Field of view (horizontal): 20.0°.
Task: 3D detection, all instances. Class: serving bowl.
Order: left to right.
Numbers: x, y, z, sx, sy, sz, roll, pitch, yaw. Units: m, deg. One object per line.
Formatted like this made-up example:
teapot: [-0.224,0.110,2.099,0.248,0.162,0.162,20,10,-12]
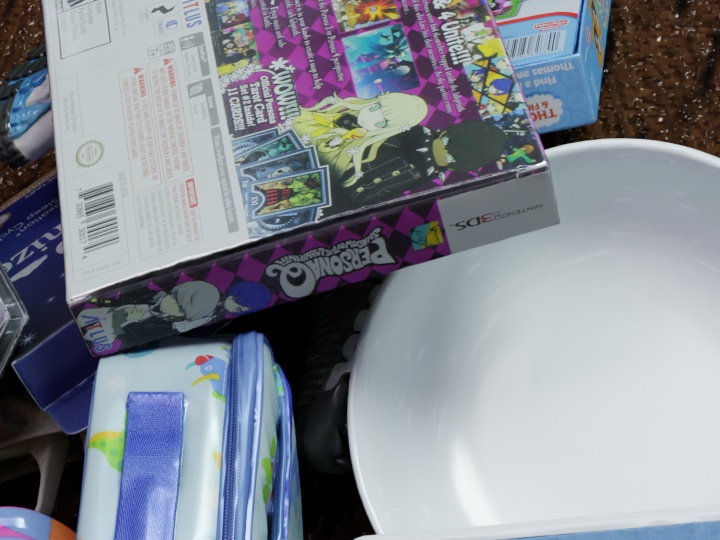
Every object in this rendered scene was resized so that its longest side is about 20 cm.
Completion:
serving bowl: [0.099,0.054,0.784,0.199,0.066,0.202,-6,73,20]

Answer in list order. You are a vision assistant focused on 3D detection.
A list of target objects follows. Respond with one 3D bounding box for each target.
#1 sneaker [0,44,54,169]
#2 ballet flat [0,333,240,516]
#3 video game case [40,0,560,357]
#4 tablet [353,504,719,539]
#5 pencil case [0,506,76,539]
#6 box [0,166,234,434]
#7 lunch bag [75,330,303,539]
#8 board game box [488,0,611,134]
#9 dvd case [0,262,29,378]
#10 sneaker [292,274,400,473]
sneaker: [-0.088,-0.096,0.950,0.075,0.087,0.200,-6,31,49]
ballet flat: [-0.124,0.076,0.890,0.199,0.067,0.063,-13,70,24]
video game case: [-0.032,-0.068,0.797,0.180,0.036,0.201,-17,43,1]
tablet: [0.096,0.149,0.719,0.198,0.014,0.131,-8,96,19]
pencil case: [-0.143,0.184,0.779,0.088,0.089,0.201,-13,42,15]
box: [-0.117,-0.002,0.897,0.121,0.033,0.200,-36,28,-14]
lunch bag: [-0.063,0.132,0.750,0.082,0.161,0.201,-1,53,4]
board game box: [0.035,-0.110,0.907,0.150,0.037,0.200,-11,29,17]
dvd case: [-0.213,0.050,0.894,0.201,0.016,0.149,-59,45,26]
sneaker: [0.000,0.000,0.882,0.090,0.067,0.201,4,56,29]
